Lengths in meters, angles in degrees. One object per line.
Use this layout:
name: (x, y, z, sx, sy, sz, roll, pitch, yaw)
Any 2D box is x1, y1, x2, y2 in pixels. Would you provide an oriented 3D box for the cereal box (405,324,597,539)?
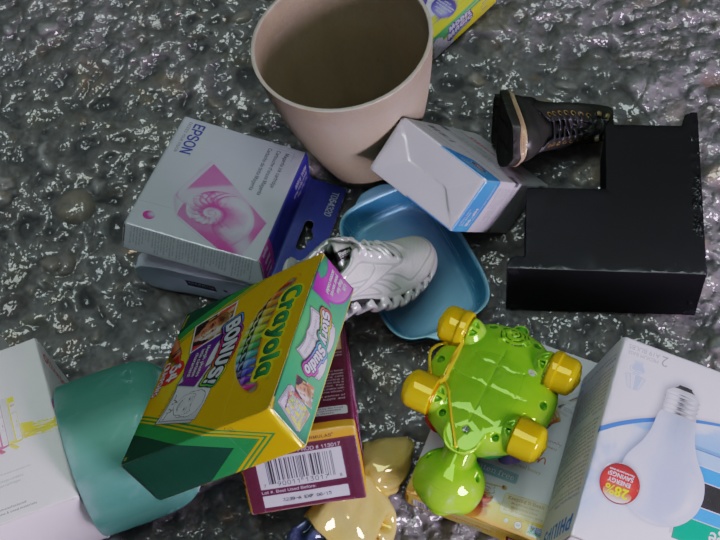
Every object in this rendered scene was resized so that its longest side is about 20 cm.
cereal box: (0.146, 0.162, 1.261, 0.144, 0.040, 0.200, 18, 65, 12)

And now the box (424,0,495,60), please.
box: (0.055, -0.302, 1.508, 0.117, 0.048, 0.200, 38, 73, 21)

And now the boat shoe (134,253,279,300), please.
boat shoe: (-0.137, -0.016, 1.358, 0.200, 0.071, 0.091, 14, 65, 12)

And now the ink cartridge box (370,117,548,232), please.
ink cartridge box: (0.111, -0.097, 1.349, 0.116, 0.200, 0.067, 39, 107, 21)

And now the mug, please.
mug: (-0.220, 0.152, 1.231, 0.114, 0.152, 0.185, -19, 63, -5)

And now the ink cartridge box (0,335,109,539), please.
ink cartridge box: (-0.342, 0.174, 1.243, 0.125, 0.129, 0.200, -20, 62, -6)

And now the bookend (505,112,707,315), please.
bookend: (0.256, -0.062, 1.342, 0.200, 0.092, 0.199, 1, 61, 6)

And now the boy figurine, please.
boy figurine: (-0.020, 0.235, 1.215, 0.124, 0.064, 0.200, 40, 67, -13)

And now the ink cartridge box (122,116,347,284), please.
ink cartridge box: (-0.126, -0.071, 1.350, 0.200, 0.043, 0.196, 15, 42, 2)

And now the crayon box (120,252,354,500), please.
crayon box: (-0.106, 0.092, 1.133, 0.172, 0.058, 0.200, -25, 30, 31)

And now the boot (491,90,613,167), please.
boot: (0.214, -0.155, 1.351, 0.138, 0.078, 0.200, 3, 19, 2)

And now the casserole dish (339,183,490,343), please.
casserole dish: (0.057, -0.004, 1.357, 0.121, 0.039, 0.200, -24, 63, -8)

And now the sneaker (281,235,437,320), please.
sneaker: (0.000, 0.000, 1.267, 0.200, 0.081, 0.075, -23, 41, -34)

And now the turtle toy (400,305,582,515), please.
turtle toy: (0.113, 0.137, 1.197, 0.146, 0.101, 0.200, 25, 66, 16)

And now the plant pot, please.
plant pot: (-0.004, -0.183, 1.359, 0.187, 0.200, 0.188, -5, 59, 8)

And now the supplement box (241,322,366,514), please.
supplement box: (-0.058, 0.132, 1.216, 0.110, 0.086, 0.200, -8, 29, 1)

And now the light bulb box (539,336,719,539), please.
light bulb box: (0.289, 0.200, 1.166, 0.198, 0.125, 0.200, 20, 65, 1)
